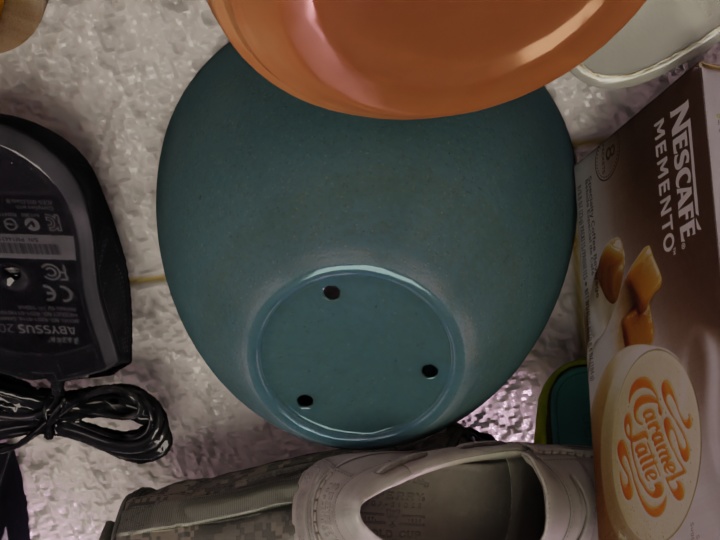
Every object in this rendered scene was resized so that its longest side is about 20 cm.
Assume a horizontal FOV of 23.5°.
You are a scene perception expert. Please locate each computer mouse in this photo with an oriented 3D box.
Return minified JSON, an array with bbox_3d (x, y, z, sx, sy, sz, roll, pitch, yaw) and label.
[{"bbox_3d":[-0.159,0.002,0.824,0.137,0.053,0.201,6,130,10],"label":"computer mouse"}]

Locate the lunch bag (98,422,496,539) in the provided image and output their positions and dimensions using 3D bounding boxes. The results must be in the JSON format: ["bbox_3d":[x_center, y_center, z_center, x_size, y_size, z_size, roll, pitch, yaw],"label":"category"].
[{"bbox_3d":[-0.011,0.164,0.857,0.198,0.140,0.169,-13,127,16],"label":"lunch bag"}]

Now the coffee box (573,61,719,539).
[{"bbox_3d":[0.152,0.033,0.716,0.079,0.202,0.114,7,159,-21],"label":"coffee box"}]

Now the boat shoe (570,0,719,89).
[{"bbox_3d":[0.171,-0.139,0.713,0.199,0.062,0.075,-28,119,21],"label":"boat shoe"}]

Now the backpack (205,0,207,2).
[{"bbox_3d":[-0.014,-0.189,0.654,0.198,0.155,0.163,-16,141,26],"label":"backpack"}]

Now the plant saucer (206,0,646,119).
[{"bbox_3d":[0.040,-0.125,0.624,0.198,0.038,0.201,-14,142,-11],"label":"plant saucer"}]

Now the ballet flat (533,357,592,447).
[{"bbox_3d":[0.112,0.144,0.833,0.066,0.067,0.202,0,77,1],"label":"ballet flat"}]

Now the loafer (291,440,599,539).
[{"bbox_3d":[0.069,0.108,0.747,0.198,0.070,0.071,1,83,-25],"label":"loafer"}]

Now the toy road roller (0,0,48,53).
[{"bbox_3d":[-0.222,-0.128,0.709,0.198,0.124,0.147,15,136,-6],"label":"toy road roller"}]

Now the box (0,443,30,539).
[{"bbox_3d":[-0.280,0.168,0.874,0.198,0.148,0.105,2,123,3],"label":"box"}]

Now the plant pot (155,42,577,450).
[{"bbox_3d":[0.000,0.000,0.764,0.198,0.135,0.202,1,122,2],"label":"plant pot"}]
